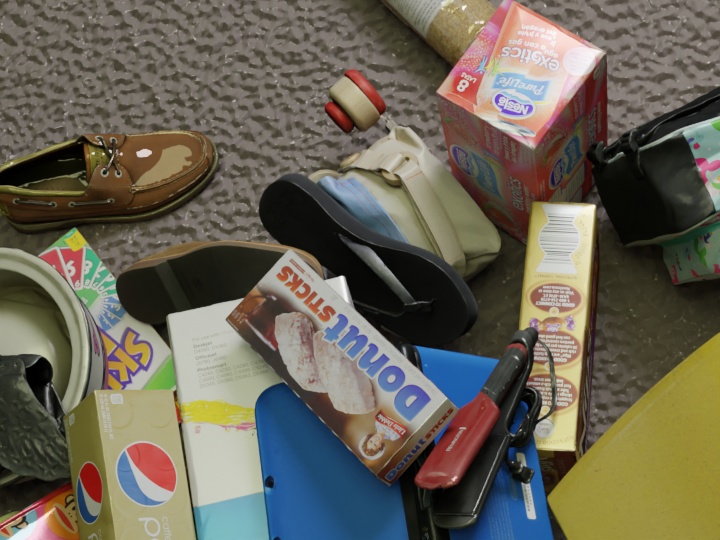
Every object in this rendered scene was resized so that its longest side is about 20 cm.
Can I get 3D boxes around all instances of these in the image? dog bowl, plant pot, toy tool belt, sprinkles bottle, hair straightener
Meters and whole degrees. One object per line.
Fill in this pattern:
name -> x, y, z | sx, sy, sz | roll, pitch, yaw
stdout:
dog bowl -> -0.295, 0.086, 1.408 | 0.199, 0.074, 0.202 | -5, 74, 18
plant pot -> 0.251, 0.191, 1.239 | 0.176, 0.200, 0.201 | -31, 65, 8
toy tool belt -> 0.013, -0.052, 1.404 | 0.123, 0.125, 0.200 | -41, 86, -2
sprinkles bottle -> 0.066, -0.237, 1.506 | 0.068, 0.068, 0.200 | -40, 67, -8
hair straightener -> 0.095, 0.112, 1.201 | 0.041, 0.077, 0.200 | -8, 31, 29

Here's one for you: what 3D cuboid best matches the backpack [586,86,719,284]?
backpack -> 0.305, -0.081, 1.344 | 0.199, 0.177, 0.151 | -29, 91, -13

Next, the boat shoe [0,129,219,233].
boat shoe -> -0.223, -0.082, 1.488 | 0.199, 0.068, 0.072 | -17, 64, 1

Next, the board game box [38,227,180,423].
board game box -> -0.223, 0.065, 1.451 | 0.095, 0.030, 0.200 | -38, 69, -7

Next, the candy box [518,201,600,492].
candy box -> 0.153, 0.061, 1.340 | 0.056, 0.117, 0.201 | 2, 67, 11

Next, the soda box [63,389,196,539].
soda box -> -0.163, 0.191, 1.251 | 0.067, 0.064, 0.201 | 3, 65, -34

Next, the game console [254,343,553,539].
game console -> 0.034, 0.166, 1.217 | 0.118, 0.170, 0.201 | -34, 55, 44

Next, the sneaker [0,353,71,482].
sneaker -> -0.283, 0.087, 1.334 | 0.104, 0.060, 0.201 | -29, 74, 12

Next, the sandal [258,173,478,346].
sandal -> -0.001, 0.000, 1.356 | 0.199, 0.076, 0.043 | 32, 34, 12

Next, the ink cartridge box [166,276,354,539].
ink cartridge box -> -0.055, 0.134, 1.326 | 0.145, 0.147, 0.201 | -13, 67, 2

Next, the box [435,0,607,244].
box -> 0.132, -0.111, 1.370 | 0.094, 0.200, 0.103 | 32, 76, 19

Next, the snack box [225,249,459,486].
snack box -> -0.016, 0.065, 1.204 | 0.072, 0.024, 0.200 | -47, 49, -2

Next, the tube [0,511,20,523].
tube -> -0.235, 0.283, 1.350 | 0.058, 0.052, 0.200 | -47, 68, 30

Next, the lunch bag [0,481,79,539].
lunch bag -> -0.190, 0.257, 1.305 | 0.176, 0.082, 0.200 | -30, 72, -33

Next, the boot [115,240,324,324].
boot -> -0.105, -0.003, 1.402 | 0.199, 0.074, 0.075 | -3, 27, 35
